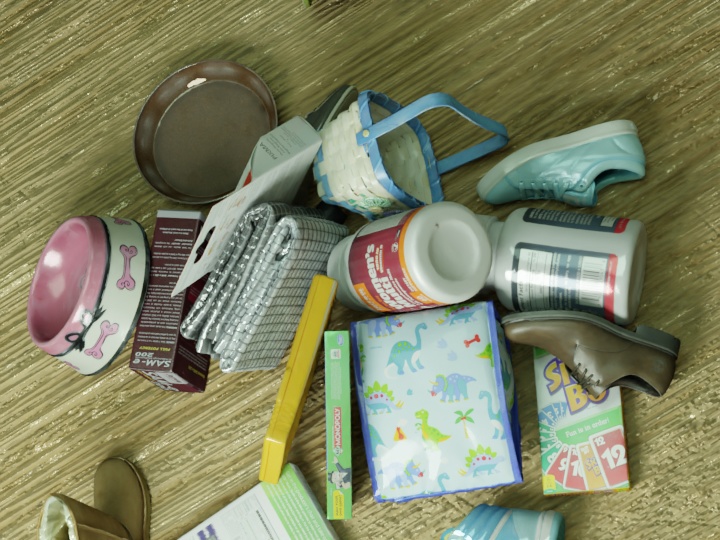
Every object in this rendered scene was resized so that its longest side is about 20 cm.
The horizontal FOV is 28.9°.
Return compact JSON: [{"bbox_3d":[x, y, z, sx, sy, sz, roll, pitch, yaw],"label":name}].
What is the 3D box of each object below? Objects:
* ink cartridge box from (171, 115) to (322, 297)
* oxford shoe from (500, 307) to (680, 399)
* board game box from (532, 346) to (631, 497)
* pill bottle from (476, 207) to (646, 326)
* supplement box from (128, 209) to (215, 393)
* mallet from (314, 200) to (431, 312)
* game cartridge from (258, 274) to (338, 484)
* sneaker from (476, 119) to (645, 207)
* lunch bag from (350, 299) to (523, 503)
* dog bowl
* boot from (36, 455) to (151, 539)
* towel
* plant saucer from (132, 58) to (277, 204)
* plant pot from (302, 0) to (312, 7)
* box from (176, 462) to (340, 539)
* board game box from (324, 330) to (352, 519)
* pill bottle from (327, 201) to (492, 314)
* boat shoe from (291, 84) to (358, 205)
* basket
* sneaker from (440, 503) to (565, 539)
[{"bbox_3d":[-0.141,-0.075,1.592,0.057,0.163,0.200,45,44,15],"label":"ink cartridge box"},{"bbox_3d":[0.246,0.092,1.518,0.199,0.073,0.085,14,72,1],"label":"oxford shoe"},{"bbox_3d":[0.245,0.149,1.564,0.095,0.030,0.201,-7,68,14],"label":"board game box"},{"bbox_3d":[0.213,-0.009,1.575,0.199,0.120,0.120,8,75,20],"label":"pill bottle"},{"bbox_3d":[-0.217,0.038,1.697,0.061,0.109,0.201,3,72,16],"label":"supplement box"},{"bbox_3d":[0.000,0.000,1.685,0.066,0.041,0.200,-43,70,1],"label":"mallet"},{"bbox_3d":[-0.073,0.127,1.570,0.032,0.176,0.201,18,65,2],"label":"game cartridge"},{"bbox_3d":[0.236,-0.107,1.626,0.199,0.074,0.082,-21,64,10],"label":"sneaker"},{"bbox_3d":[0.088,0.150,1.555,0.169,0.127,0.201,-11,69,13],"label":"lunch bag"},{"bbox_3d":[-0.337,0.023,1.703,0.200,0.074,0.201,-29,51,44],"label":"dog bowl"},{"bbox_3d":[-0.303,0.279,1.593,0.066,0.200,0.176,-21,67,9],"label":"boot"},{"bbox_3d":[-0.110,0.017,1.621,0.085,0.166,0.200,31,99,16],"label":"towel"},{"bbox_3d":[-0.196,-0.175,1.803,0.200,0.034,0.201,-6,71,16],"label":"plant saucer"},{"bbox_3d":[0.008,-0.442,1.758,0.183,0.200,0.201,-7,70,3],"label":"plant pot"},{"bbox_3d":[-0.122,0.336,1.610,0.200,0.036,0.145,-35,66,5],"label":"box"},{"bbox_3d":[-0.024,0.169,1.556,0.029,0.135,0.201,-1,85,0],"label":"board game box"},{"bbox_3d":[0.049,-0.009,1.554,0.200,0.109,0.110,-14,60,59],"label":"pill bottle"},{"bbox_3d":[-0.072,-0.150,1.739,0.057,0.067,0.200,27,85,18],"label":"boat shoe"},{"bbox_3d":[0.056,-0.139,1.641,0.200,0.176,0.140,-29,64,27],"label":"basket"},{"bbox_3d":[0.137,0.345,1.505,0.130,0.080,0.201,11,66,18],"label":"sneaker"}]
